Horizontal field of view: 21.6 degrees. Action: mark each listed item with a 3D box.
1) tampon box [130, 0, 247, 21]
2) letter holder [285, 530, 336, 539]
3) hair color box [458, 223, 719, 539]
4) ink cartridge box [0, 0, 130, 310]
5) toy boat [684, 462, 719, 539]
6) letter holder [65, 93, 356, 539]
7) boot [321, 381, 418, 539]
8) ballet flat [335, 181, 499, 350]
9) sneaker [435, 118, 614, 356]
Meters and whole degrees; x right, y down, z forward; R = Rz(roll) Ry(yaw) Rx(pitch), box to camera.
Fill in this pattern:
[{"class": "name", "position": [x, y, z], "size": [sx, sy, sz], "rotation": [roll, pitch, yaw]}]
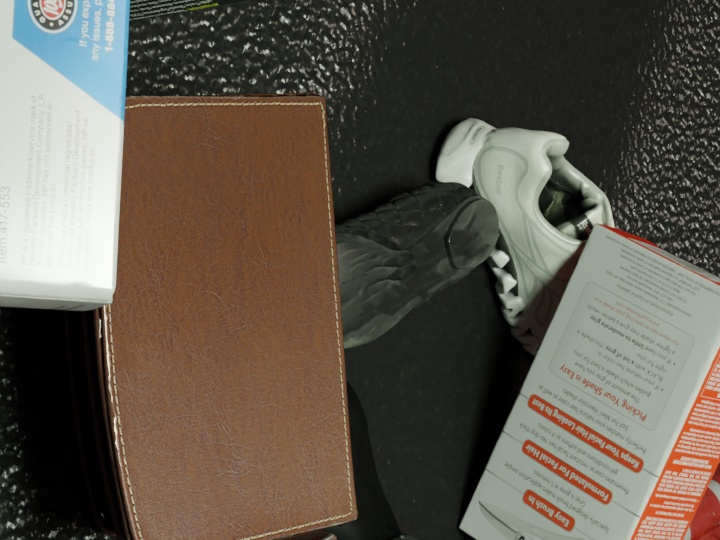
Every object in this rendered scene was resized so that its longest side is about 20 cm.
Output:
[{"class": "tampon box", "position": [-0.142, -0.210, 0.802], "size": [0.200, 0.126, 0.150], "rotation": [21, 73, -48]}, {"class": "letter holder", "position": [-0.074, 0.184, 0.848], "size": [0.200, 0.142, 0.101], "rotation": [-8, 94, -49]}, {"class": "hair color box", "position": [0.150, 0.088, 1.086], "size": [0.064, 0.111, 0.200], "rotation": [16, 102, -49]}, {"class": "ink cartridge box", "position": [-0.193, -0.064, 0.705], "size": [0.199, 0.086, 0.147], "rotation": [4, 85, -19]}, {"class": "toy boat", "position": [0.239, 0.208, 1.222], "size": [0.200, 0.130, 0.131], "rotation": [-23, 105, -48]}, {"class": "letter holder", "position": [-0.092, 0.025, 0.859], "size": [0.142, 0.100, 0.201], "rotation": [-7, 93, -48]}, {"class": "boot", "position": [0.024, 0.142, 0.952], "size": [0.079, 0.158, 0.212], "rotation": [-15, 99, -49]}, {"class": "ballet flat", "position": [0.000, 0.000, 1.015], "size": [0.200, 0.057, 0.067], "rotation": [-22, 108, -46]}, {"class": "sneaker", "position": [0.121, -0.008, 1.136], "size": [0.200, 0.081, 0.075], "rotation": [55, 48, -34]}]
